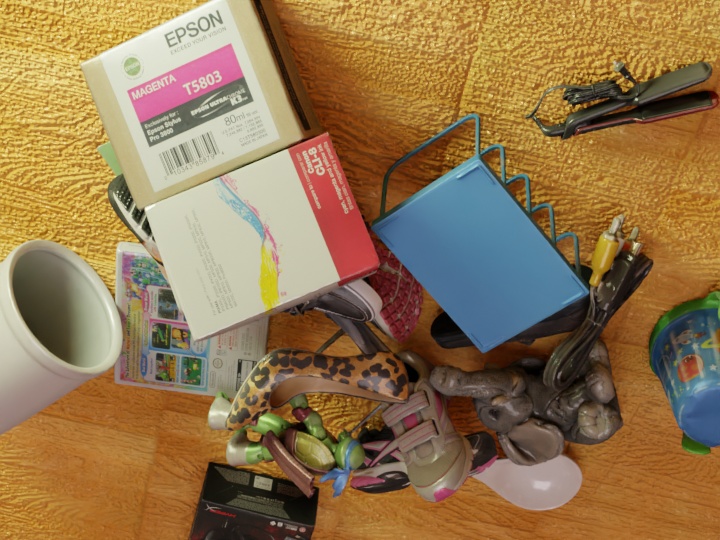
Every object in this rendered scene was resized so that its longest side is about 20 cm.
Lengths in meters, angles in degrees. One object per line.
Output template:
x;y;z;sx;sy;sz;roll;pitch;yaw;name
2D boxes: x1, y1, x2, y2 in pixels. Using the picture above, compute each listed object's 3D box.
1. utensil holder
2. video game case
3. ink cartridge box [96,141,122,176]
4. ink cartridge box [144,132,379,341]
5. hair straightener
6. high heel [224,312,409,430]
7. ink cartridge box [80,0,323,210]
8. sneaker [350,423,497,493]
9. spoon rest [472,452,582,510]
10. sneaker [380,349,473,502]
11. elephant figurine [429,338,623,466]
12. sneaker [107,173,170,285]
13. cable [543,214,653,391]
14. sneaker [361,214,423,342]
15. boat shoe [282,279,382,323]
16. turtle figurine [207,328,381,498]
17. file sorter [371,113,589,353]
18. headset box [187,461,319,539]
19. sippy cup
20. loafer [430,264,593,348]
-0.399;0.087;1.698;0.199;0.171;0.170;-33;117;26;utensil holder
-0.197;0.063;1.752;0.180;0.024;0.201;8;126;0;video game case
-0.170;-0.107;1.617;0.199;0.048;0.146;-23;121;16;ink cartridge box
-0.098;-0.030;1.508;0.199;0.145;0.146;-22;89;-2;ink cartridge box
0.264;-0.185;1.537;0.198;0.041;0.077;-9;124;16;hair straightener
-0.047;0.143;1.651;0.200;0.143;0.071;-43;159;2;high heel
-0.161;-0.174;1.510;0.199;0.075;0.166;-22;93;18;ink cartridge box
0.066;0.207;1.773;0.199;0.087;0.080;-15;160;31;sneaker
0.177;0.238;1.821;0.199;0.061;0.100;25;124;-11;spoon rest
0.064;0.172;1.690;0.081;0.201;0.088;-34;132;18;sneaker
0.194;0.150;1.722;0.198;0.142;0.156;-12;101;10;elephant figurine
-0.208;-0.023;1.636;0.200;0.074;0.080;46;138;-18;sneaker
0.257;0.037;1.635;0.097;0.050;0.201;16;106;-57;cable
0.000;0.000;1.668;0.074;0.081;0.200;-5;132;45;sneaker
-0.076;0.015;1.607;0.199;0.067;0.070;29;152;-3;boat shoe
-0.067;0.171;1.769;0.192;0.202;0.144;0;166;25;turtle figurine
0.128;-0.044;1.589;0.138;0.123;0.200;-31;118;23;file sorter
-0.148;0.356;1.921;0.148;0.077;0.201;15;123;-6;headset box
0.397;0.122;1.679;0.139;0.131;0.178;-24;121;20;sippy cup
0.179;0.059;1.690;0.198;0.073;0.073;-14;126;15;loafer
